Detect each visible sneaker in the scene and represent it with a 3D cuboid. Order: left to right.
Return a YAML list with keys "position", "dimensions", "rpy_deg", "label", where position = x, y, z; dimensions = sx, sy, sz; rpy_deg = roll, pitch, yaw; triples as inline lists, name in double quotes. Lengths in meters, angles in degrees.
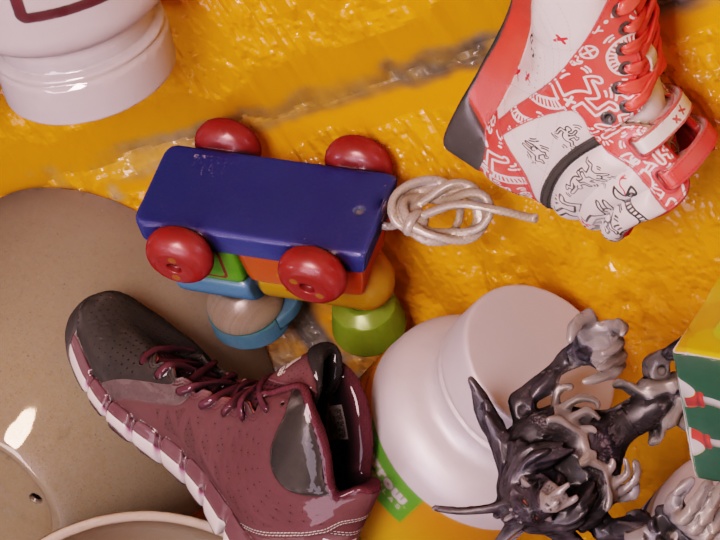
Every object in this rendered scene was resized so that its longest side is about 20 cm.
- position: [-0.055, 0.056, 1.451]
  dimensions: [0.200, 0.076, 0.116]
  rpy_deg: [47, 130, 20]
  label: "sneaker"
- position: [0.115, -0.093, 1.300]
  dimensions: [0.108, 0.067, 0.202]
  rpy_deg: [32, 142, 5]
  label: "sneaker"

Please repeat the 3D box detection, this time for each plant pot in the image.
- position: [-0.163, 0.075, 1.589]
  dimensions: [0.200, 0.135, 0.201]
  rpy_deg: [19, 134, 20]
  label: "plant pot"

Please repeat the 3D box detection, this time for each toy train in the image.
- position: [0.000, 0.000, 1.460]
  dimensions: [0.199, 0.085, 0.116]
  rpy_deg: [8, 146, 21]
  label: "toy train"

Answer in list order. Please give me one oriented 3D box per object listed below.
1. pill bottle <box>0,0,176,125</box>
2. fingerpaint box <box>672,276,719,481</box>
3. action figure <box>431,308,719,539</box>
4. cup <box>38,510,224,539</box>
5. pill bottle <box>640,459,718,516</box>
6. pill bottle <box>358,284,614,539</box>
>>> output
- position: [-0.149, -0.172, 1.374]
  dimensions: [0.113, 0.113, 0.200]
  rpy_deg: [8, 130, 29]
  label: "pill bottle"
- position: [0.242, 0.010, 1.201]
  dimensions: [0.166, 0.200, 0.073]
  rpy_deg: [9, 132, 28]
  label: "fingerpaint box"
- position: [0.126, 0.066, 1.338]
  dimensions: [0.119, 0.200, 0.102]
  rpy_deg: [55, 177, -1]
  label: "action figure"
- position: [-0.115, 0.215, 1.532]
  dimensions: [0.200, 0.200, 0.143]
  rpy_deg: [44, 176, -7]
  label: "cup"
- position: [0.155, 0.182, 1.483]
  dimensions: [0.111, 0.111, 0.200]
  rpy_deg: [36, 139, 2]
  label: "pill bottle"
- position: [0.040, 0.091, 1.479]
  dimensions: [0.111, 0.111, 0.200]
  rpy_deg: [40, 138, -2]
  label: "pill bottle"
